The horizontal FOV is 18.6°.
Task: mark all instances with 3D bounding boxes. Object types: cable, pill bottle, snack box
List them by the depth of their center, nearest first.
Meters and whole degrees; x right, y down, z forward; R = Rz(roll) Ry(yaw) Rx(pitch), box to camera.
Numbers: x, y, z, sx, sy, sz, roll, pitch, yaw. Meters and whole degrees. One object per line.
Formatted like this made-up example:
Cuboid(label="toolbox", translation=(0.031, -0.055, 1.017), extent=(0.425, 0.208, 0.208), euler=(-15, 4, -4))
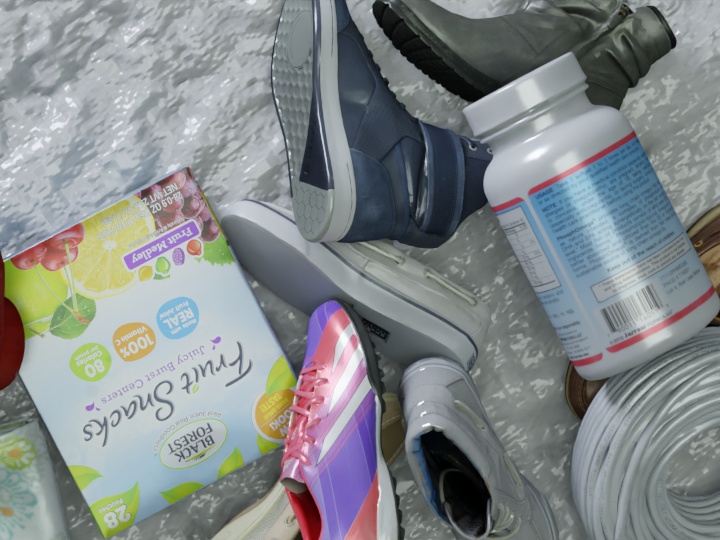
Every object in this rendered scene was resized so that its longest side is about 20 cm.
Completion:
Cuboid(label="pill bottle", translation=(0.150, -0.037, 1.460), extent=(0.108, 0.109, 0.201), euler=(-27, 93, -6))
Cuboid(label="snack box", translation=(-0.147, 0.054, 1.500), extent=(0.168, 0.068, 0.201), euler=(-28, 96, -6))
Cuboid(label="cable", translation=(0.244, 0.136, 1.522), extent=(0.199, 0.069, 0.201), euler=(-10, 115, -10))

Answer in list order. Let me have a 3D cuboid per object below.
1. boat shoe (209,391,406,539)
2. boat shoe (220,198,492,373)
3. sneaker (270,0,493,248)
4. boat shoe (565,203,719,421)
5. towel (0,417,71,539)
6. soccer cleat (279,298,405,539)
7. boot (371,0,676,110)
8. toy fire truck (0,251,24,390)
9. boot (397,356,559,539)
Cuboid(label="boat shoe", translation=(-0.028, 0.166, 1.496), extent=(0.200, 0.072, 0.065), euler=(-42, 52, -18))
Cuboid(label="boat shoe", translation=(0.000, 0.000, 1.519), extent=(0.199, 0.072, 0.066), euler=(29, 59, 3))
Cuboid(label="sneaker", translation=(0.019, -0.109, 1.516), extent=(0.145, 0.077, 0.204), euler=(3, 69, -27))
Cuboid(label="boat shoe", translation=(0.221, 0.029, 1.545), extent=(0.072, 0.068, 0.200), euler=(44, 86, -6))
Cuboid(label="towel", translation=(-0.272, 0.208, 1.453), extent=(0.170, 0.048, 0.201), euler=(-13, 98, -7))
Cuboid(label="soccer cleat", translation=(-0.021, 0.110, 1.449), extent=(0.073, 0.068, 0.201), euler=(-1, 65, -17))
Cuboid(label="boot", translation=(0.115, -0.172, 1.535), extent=(0.200, 0.068, 0.131), euler=(34, 83, -14))
Cuboid(label="toy fire truck", translation=(-0.300, -0.006, 1.422), extent=(0.112, 0.199, 0.169), euler=(2, 88, -45))
Cuboid(label="boot", translation=(0.078, 0.160, 1.491), extent=(0.073, 0.096, 0.201), euler=(-24, 115, 16))
